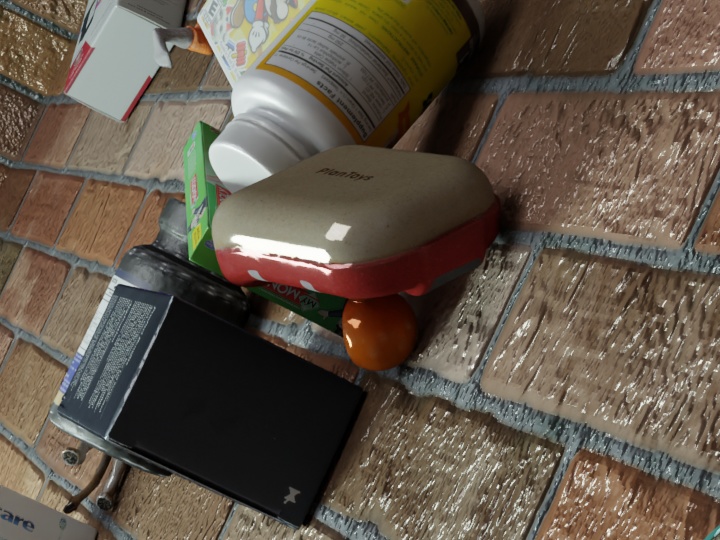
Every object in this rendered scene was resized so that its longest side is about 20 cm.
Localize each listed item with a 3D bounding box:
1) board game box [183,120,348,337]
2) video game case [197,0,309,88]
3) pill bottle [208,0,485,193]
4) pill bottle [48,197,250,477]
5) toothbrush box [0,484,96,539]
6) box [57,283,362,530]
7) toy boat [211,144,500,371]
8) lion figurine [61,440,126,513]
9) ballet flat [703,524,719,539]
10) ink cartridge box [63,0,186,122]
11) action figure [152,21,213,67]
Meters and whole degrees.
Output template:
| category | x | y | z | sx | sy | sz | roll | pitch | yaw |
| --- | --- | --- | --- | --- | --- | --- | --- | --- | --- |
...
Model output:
| category | x | y | z | sx | sy | sz | roll | pitch | yaw |
| --- | --- | --- | --- | --- | --- | --- | --- | --- | --- |
| board game box | -0.057 | -0.029 | 1.776 | 0.029 | 0.134 | 0.200 | -58 | 16 | 19 |
| video game case | -0.052 | -0.206 | 2.081 | 0.182 | 0.023 | 0.200 | -54 | 46 | 31 |
| pill bottle | -0.012 | -0.126 | 1.734 | 0.200 | 0.109 | 0.109 | -49 | 10 | -22 |
| pill bottle | -0.155 | 0.050 | 2.011 | 0.201 | 0.111 | 0.112 | -64 | 15 | -1 |
| toothbrush box | -0.318 | 0.280 | 2.116 | 0.085 | 0.146 | 0.201 | -47 | 24 | 46 |
| box | -0.105 | 0.089 | 1.725 | 0.105 | 0.147 | 0.200 | -65 | 17 | -6 |
| toy boat | 0.000 | 0.000 | 1.593 | 0.130 | 0.131 | 0.199 | -26 | 22 | -34 |
| lion figurine | -0.200 | 0.104 | 2.157 | 0.200 | 0.072 | 0.123 | -59 | 9 | 34 |
| ballet flat | 0.117 | 0.178 | 1.027 | 0.200 | 0.068 | 0.076 | -50 | 36 | 36 |
| ink cartridge box | -0.265 | -0.293 | 2.966 | 0.146 | 0.082 | 0.201 | -54 | 19 | 35 |
| action figure | -0.087 | -0.263 | 2.269 | 0.200 | 0.105 | 0.193 | -50 | -8 | 28 |
